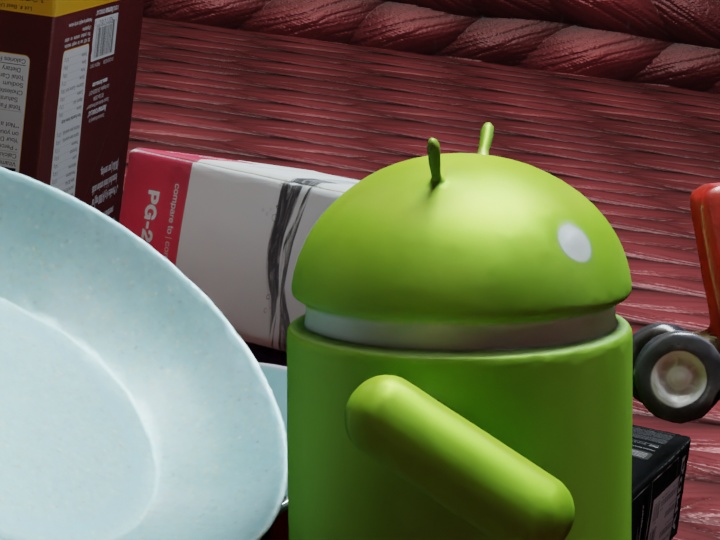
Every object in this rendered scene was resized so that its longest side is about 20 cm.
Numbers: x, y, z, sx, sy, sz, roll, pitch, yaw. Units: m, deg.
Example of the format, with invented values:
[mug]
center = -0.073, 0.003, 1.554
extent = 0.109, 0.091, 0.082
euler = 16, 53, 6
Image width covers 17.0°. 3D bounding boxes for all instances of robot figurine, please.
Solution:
[robot figurine]
center = 0.033, 0.053, 0.800
extent = 0.115, 0.202, 0.175
euler = 2, 9, 14

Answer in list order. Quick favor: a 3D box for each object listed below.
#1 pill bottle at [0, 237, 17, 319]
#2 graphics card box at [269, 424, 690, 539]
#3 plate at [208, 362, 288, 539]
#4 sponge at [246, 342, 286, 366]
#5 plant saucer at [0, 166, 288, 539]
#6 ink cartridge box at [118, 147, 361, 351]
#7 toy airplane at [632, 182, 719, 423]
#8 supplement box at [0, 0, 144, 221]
[pill bottle]
center = -0.194, 0.014, 0.976
extent = 0.112, 0.114, 0.200
euler = 5, -3, -16
[graphics card box]
center = 0.054, 0.098, 0.994
extent = 0.125, 0.051, 0.200
euler = 10, 12, 18
[plate]
center = -0.097, 0.084, 0.907
extent = 0.199, 0.026, 0.200
euler = -11, 18, 3
[sponge]
center = -0.011, 0.049, 1.259
extent = 0.199, 0.030, 0.111
euler = 1, 12, -28
[plant saucer]
center = -0.119, 0.040, 0.825
extent = 0.200, 0.039, 0.201
euler = 26, 29, -16
[ink cartridge box]
center = 0.000, 0.000, 1.164
extent = 0.199, 0.084, 0.145
euler = 14, 5, 39
[toy airplane]
center = 0.195, 0.073, 0.831
extent = 0.141, 0.199, 0.200
euler = -32, 45, 2
[supplement box]
center = -0.207, -0.071, 1.276
extent = 0.132, 0.202, 0.197
euler = 9, 11, 6
